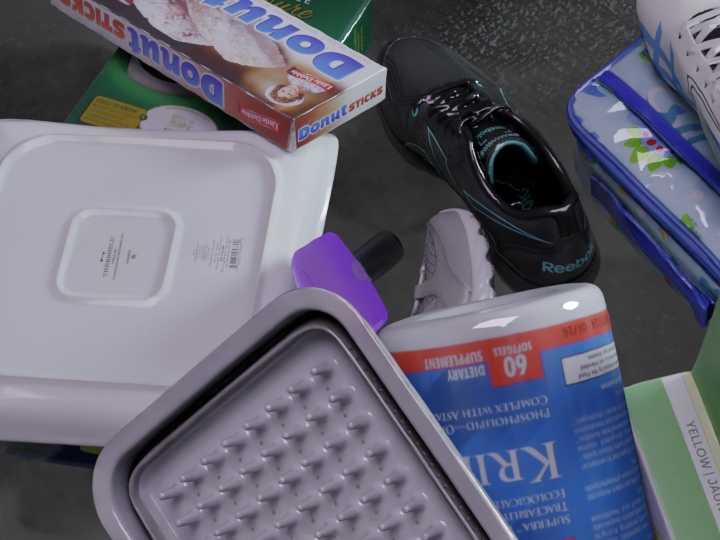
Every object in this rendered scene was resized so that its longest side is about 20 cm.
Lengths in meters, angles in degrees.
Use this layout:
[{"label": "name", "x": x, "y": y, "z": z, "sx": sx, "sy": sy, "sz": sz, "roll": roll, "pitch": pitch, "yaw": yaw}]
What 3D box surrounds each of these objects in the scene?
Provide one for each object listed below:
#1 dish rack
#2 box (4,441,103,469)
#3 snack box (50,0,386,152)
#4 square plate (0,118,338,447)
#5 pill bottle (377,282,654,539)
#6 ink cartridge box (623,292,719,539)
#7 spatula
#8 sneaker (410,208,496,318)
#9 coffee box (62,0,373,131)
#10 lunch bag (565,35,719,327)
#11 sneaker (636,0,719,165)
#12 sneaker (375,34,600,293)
[{"label": "dish rack", "x": -0.013, "y": 0.124, "z": 0.839, "sx": 0.171, "sy": 0.043, "sz": 0.200, "roll": -40, "pitch": 79, "yaw": 24}, {"label": "box", "x": -0.110, "y": 0.030, "z": 1.032, "sx": 0.121, "sy": 0.048, "sz": 0.201, "roll": 7, "pitch": 60, "yaw": 10}, {"label": "snack box", "x": -0.082, "y": -0.129, "z": 1.027, "sx": 0.200, "sy": 0.024, "sz": 0.072, "roll": 33, "pitch": 48, "yaw": 31}, {"label": "square plate", "x": -0.121, "y": -0.002, "z": 0.946, "sx": 0.197, "sy": 0.029, "sz": 0.201, "roll": 3, "pitch": 55, "yaw": 8}, {"label": "pill bottle", "x": 0.080, "y": 0.114, "z": 0.880, "sx": 0.112, "sy": 0.112, "sz": 0.201, "roll": -13, "pitch": 91, "yaw": -1}, {"label": "ink cartridge box", "x": 0.161, "y": 0.111, "z": 0.868, "sx": 0.048, "sy": 0.200, "sz": 0.146, "roll": -14, "pitch": 60, "yaw": -5}, {"label": "spatula", "x": 0.000, "y": 0.000, "z": 0.974, "sx": 0.021, "sy": 0.200, "sz": 0.057, "roll": -33, "pitch": 93, "yaw": 12}, {"label": "sneaker", "x": 0.030, "y": 0.054, "z": 0.987, "sx": 0.082, "sy": 0.075, "sz": 0.201, "roll": 4, "pitch": 61, "yaw": 6}, {"label": "coffee box", "x": -0.085, "y": -0.095, "z": 1.057, "sx": 0.122, "sy": 0.044, "sz": 0.200, "roll": 17, "pitch": 55, "yaw": 17}, {"label": "lunch bag", "x": 0.219, "y": -0.055, "z": 1.029, "sx": 0.160, "sy": 0.083, "sz": 0.200, "roll": -34, "pitch": 61, "yaw": -10}, {"label": "sneaker", "x": 0.202, "y": -0.097, "z": 0.967, "sx": 0.072, "sy": 0.073, "sz": 0.201, "roll": -23, "pitch": 57, "yaw": -2}, {"label": "sneaker", "x": 0.072, "y": -0.074, "z": 1.057, "sx": 0.075, "sy": 0.079, "sz": 0.200, "roll": -31, "pitch": 60, "yaw": -12}]
